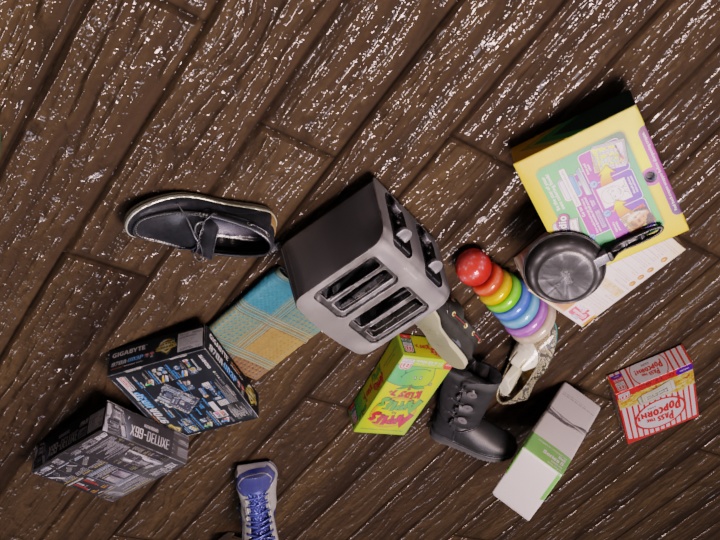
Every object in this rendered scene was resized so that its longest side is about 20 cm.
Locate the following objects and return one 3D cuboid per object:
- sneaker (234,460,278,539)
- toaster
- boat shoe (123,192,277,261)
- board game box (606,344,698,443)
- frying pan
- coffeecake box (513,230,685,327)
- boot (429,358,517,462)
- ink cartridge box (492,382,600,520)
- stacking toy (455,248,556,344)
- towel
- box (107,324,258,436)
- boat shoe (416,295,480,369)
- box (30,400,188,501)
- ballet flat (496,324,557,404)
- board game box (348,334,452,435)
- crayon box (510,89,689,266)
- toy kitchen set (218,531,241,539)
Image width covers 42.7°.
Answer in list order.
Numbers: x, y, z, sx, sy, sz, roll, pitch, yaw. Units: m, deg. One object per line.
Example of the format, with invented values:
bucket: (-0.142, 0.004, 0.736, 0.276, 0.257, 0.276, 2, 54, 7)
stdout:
sneaker: (-0.178, 0.437, 1.649, 0.079, 0.116, 0.201, -7, 137, -13)
toaster: (0.000, 0.000, 1.251, 0.198, 0.120, 0.181, -33, 135, 16)
boat shoe: (-0.199, -0.052, 1.171, 0.196, 0.063, 0.075, 4, 136, -21)
board game box: (0.555, 0.237, 1.744, 0.149, 0.047, 0.201, -24, 138, 6)
frying pan: (0.315, -0.001, 1.250, 0.186, 0.031, 0.117, -2, 123, 11)
coffeecake box: (0.356, -0.025, 1.379, 0.200, 0.074, 0.153, -41, 132, 23)
boot: (0.212, 0.237, 1.583, 0.162, 0.066, 0.202, 12, 132, 2)
ink cartridge box: (0.333, 0.320, 1.642, 0.200, 0.083, 0.147, -42, 160, -45)
stacking toy: (0.213, 0.033, 1.391, 0.085, 0.086, 0.199, -37, 131, 20)
towel: (-0.139, 0.082, 1.363, 0.199, 0.022, 0.146, -38, 133, 23)
box: (-0.260, 0.173, 1.380, 0.156, 0.047, 0.201, -16, 138, 11)
boat shoe: (0.119, 0.067, 1.408, 0.063, 0.073, 0.202, -53, 127, -20)
box: (-0.388, 0.286, 1.430, 0.199, 0.050, 0.157, -31, 134, 32)
ballet flat: (0.272, 0.161, 1.545, 0.074, 0.068, 0.202, -23, 146, -31)
board game box: (0.066, 0.192, 1.527, 0.100, 0.048, 0.201, 8, 132, -26)
crayon box: (0.319, -0.109, 1.231, 0.170, 0.059, 0.201, -24, 116, 19)
toy kitchen set: (-0.256, 0.596, 1.838, 0.160, 0.180, 0.204, 13, 103, 20)
